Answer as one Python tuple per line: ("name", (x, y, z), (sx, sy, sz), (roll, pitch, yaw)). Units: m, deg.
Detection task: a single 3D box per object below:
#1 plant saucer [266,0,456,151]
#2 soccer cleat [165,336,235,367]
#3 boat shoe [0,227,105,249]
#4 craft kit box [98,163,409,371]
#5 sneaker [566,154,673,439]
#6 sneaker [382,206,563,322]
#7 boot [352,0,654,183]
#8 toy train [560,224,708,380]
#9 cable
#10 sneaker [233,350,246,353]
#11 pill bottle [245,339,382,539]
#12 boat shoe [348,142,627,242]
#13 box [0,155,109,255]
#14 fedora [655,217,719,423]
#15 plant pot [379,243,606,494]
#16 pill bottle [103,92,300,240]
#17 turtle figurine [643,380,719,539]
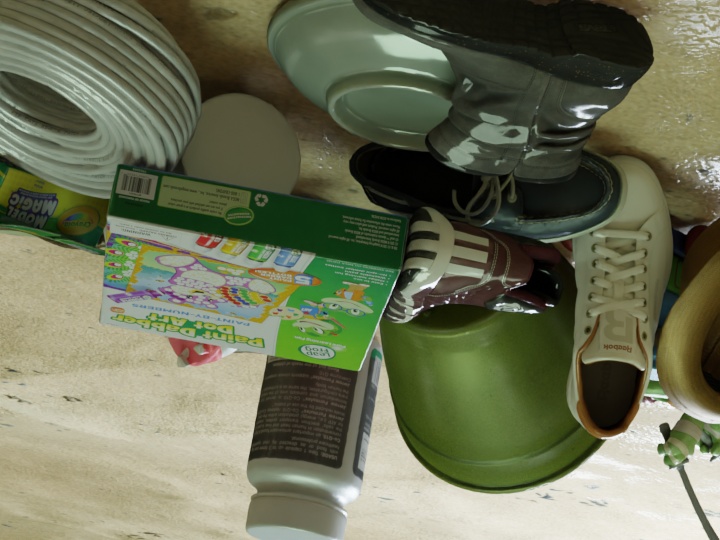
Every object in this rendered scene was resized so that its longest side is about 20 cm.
("plant saucer", (0.034, -0.120, 1.350), (0.198, 0.051, 0.200), (9, 162, 3))
("soccer cleat", (-0.081, 0.023, 1.655), (0.199, 0.067, 0.076), (-29, 180, 44))
("boat shoe", (-0.247, -0.055, 1.683), (0.199, 0.072, 0.076), (9, 178, 26))
("craft kit box", (-0.080, 0.002, 1.434), (0.198, 0.049, 0.198), (10, 159, -4))
("sneaker", (0.186, 0.022, 1.455), (0.072, 0.202, 0.085), (2, -169, -1))
("sneaker", (0.079, 0.008, 1.433), (0.115, 0.076, 0.200), (12, 177, -3))
("boot", (0.067, -0.113, 1.254), (0.199, 0.070, 0.132), (17, 138, -17))
("toy train", (0.177, 0.002, 1.532), (0.199, 0.117, 0.084), (23, 157, -36))
("cable", (-0.202, -0.128, 1.365), (0.199, 0.070, 0.200), (34, 155, -20))
("sneaker", (-0.089, 0.054, 1.894), (0.198, 0.074, 0.087), (9, 163, 3))
("pill bottle", (-0.047, 0.159, 1.979), (0.112, 0.202, 0.113), (9, 162, 3))
("boat shoe", (0.087, -0.065, 1.455), (0.199, 0.076, 0.062), (11, 175, 26))
("box", (-0.269, -0.069, 1.511), (0.199, 0.049, 0.117), (31, -172, 36))
("fedora", (0.288, 0.015, 1.494), (0.199, 0.082, 0.202), (-13, 128, -16))
("plant pot", (0.094, 0.040, 1.609), (0.199, 0.202, 0.193), (2, 149, 22))
("pill bottle", (-0.115, -0.055, 1.516), (0.113, 0.115, 0.200), (15, 161, -15))
("turtle figurine", (0.274, 0.143, 1.815), (0.193, 0.144, 0.201), (20, 125, 30))
